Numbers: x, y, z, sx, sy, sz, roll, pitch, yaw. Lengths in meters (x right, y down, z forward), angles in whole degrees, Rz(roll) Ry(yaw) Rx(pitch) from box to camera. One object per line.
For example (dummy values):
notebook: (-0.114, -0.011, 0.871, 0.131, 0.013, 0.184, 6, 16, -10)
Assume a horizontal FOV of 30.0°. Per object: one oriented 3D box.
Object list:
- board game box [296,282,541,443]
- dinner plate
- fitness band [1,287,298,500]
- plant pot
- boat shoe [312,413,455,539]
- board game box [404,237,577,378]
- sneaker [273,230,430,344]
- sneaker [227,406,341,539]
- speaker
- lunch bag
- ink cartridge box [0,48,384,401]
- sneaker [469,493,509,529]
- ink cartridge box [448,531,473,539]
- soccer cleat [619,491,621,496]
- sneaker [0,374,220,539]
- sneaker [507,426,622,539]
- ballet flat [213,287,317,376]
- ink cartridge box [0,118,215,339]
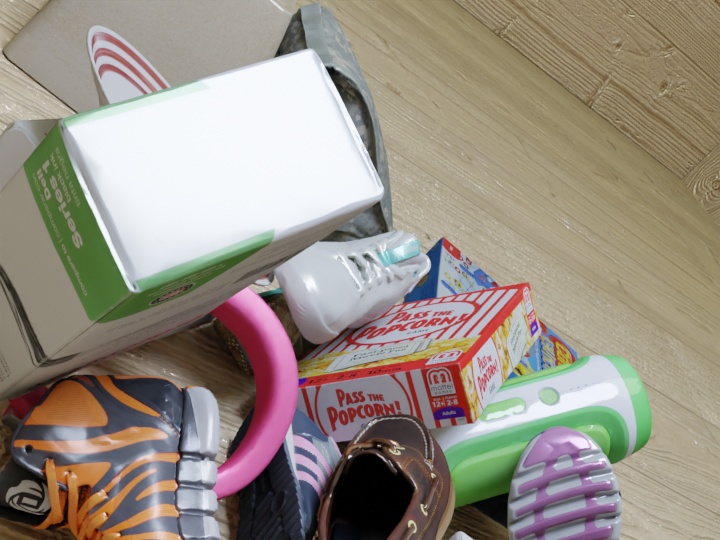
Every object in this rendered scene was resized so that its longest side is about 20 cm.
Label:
board game box: (0.035, 0.068, 0.985, 0.200, 0.151, 0.046, -37, 114, -65)
dinner plate: (-0.121, -0.070, 0.872, 0.200, 0.024, 0.200, 57, 8, -12)
fitness band: (-0.125, 0.050, 0.772, 0.200, 0.037, 0.144, 35, 61, -22)
plant pot: (-0.163, -0.221, 1.186, 0.200, 0.177, 0.200, 38, 20, -15)
boat shoe: (0.013, 0.132, 0.763, 0.200, 0.070, 0.070, -81, 157, -65)
board game box: (0.133, 0.078, 1.338, 0.196, 0.056, 0.200, 40, 19, -10)
sneaker: (0.000, 0.000, 0.949, 0.075, 0.088, 0.200, 66, 14, 4)
sneaker: (-0.030, 0.155, 0.819, 0.082, 0.070, 0.200, 34, 23, -23)
speaker: (0.109, 0.121, 0.990, 0.200, 0.089, 0.089, -13, 45, -15)
lunch bag: (-0.038, -0.125, 1.204, 0.164, 0.117, 0.200, -99, -179, -61)
ink cartridge box: (-0.107, -0.017, 0.663, 0.146, 0.200, 0.084, -23, 86, -38)
sneaker: (0.094, 0.153, 1.078, 0.200, 0.074, 0.082, 40, 1, 8)
ink cartridge box: (0.038, 0.241, 0.698, 0.067, 0.117, 0.200, 39, 19, -10)
soccer cleat: (0.148, 0.174, 1.170, 0.200, 0.068, 0.081, 36, 38, -19)
sneaker: (-0.130, 0.138, 0.668, 0.112, 0.078, 0.200, 12, 44, -22)
sneaker: (0.145, 0.208, 0.952, 0.088, 0.080, 0.201, -113, -166, -87)
ballet flat: (-0.056, 0.043, 1.044, 0.200, 0.070, 0.065, -21, 93, -67)
ink cartridge box: (-0.162, -0.029, 0.919, 0.144, 0.084, 0.200, 47, 18, 8)
